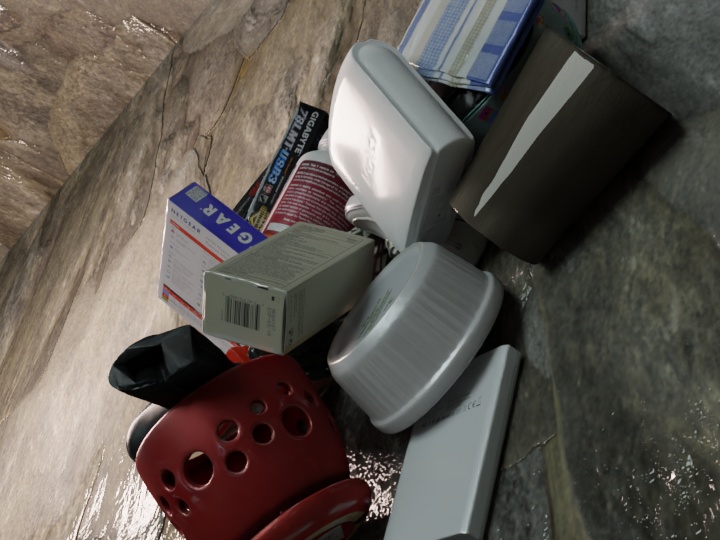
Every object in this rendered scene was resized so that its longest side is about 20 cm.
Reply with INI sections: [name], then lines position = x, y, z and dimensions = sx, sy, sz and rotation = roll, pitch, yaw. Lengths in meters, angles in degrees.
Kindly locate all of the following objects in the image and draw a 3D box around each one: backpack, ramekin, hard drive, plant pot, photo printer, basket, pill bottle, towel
[backpack]
position = 0.160, -0.214, 1.453
dimensions = 0.200, 0.152, 0.177
rotation = -52, 27, 32
[ramekin]
position = 0.049, 0.061, 1.340
dimensions = 0.203, 0.094, 0.203
rotation = -49, 11, 13
[hard drive]
position = 0.087, 0.178, 1.254
dimensions = 0.132, 0.026, 0.201
rotation = -30, 35, 48
[plant pot]
position = -0.099, 0.212, 1.315
dimensions = 0.201, 0.200, 0.183
rotation = -47, 66, 21
[photo printer]
position = 0.034, -0.138, 1.408
dimensions = 0.200, 0.069, 0.167
rotation = 54, 147, 33
[basket]
position = 0.189, -0.120, 1.309
dimensions = 0.201, 0.135, 0.181
rotation = -55, 32, 14
[pill bottle]
position = -0.049, -0.075, 1.638
dimensions = 0.113, 0.113, 0.201
rotation = -10, 49, 60
[towel]
position = 0.117, -0.262, 1.393
dimensions = 0.200, 0.024, 0.148
rotation = 25, 87, 57

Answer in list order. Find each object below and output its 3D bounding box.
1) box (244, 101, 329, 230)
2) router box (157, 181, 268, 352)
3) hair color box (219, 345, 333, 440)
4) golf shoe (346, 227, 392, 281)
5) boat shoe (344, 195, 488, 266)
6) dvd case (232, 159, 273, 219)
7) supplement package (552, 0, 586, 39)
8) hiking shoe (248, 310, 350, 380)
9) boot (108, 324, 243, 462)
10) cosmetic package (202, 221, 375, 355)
[box]
position = -0.084, -0.099, 1.774
dimensions = 0.200, 0.049, 0.200
rotation = -66, -17, -11
[router box]
position = -0.158, 0.018, 1.603
dimensions = 0.049, 0.199, 0.180
rotation = -38, -24, -38
[hair color box]
position = -0.116, 0.143, 1.514
dimensions = 0.111, 0.064, 0.200
rotation = -50, -17, 15
[golf shoe]
position = 0.000, 0.000, 1.584
dimensions = 0.077, 0.088, 0.201
rotation = -11, 51, 57
[boat shoe]
position = 0.058, -0.040, 1.487
dimensions = 0.199, 0.071, 0.070
rotation = 11, 74, 34
[dvd case]
position = -0.146, -0.048, 1.755
dimensions = 0.147, 0.022, 0.201
rotation = 95, -160, -44
[supplement package]
position = 0.167, -0.289, 1.594
dimensions = 0.200, 0.109, 0.114
rotation = -38, 29, 37
[hiking shoe]
position = -0.038, 0.084, 1.463
dimensions = 0.087, 0.198, 0.075
rotation = -23, 77, 62
[boot]
position = -0.200, 0.130, 1.314
dimensions = 0.164, 0.066, 0.200
rotation = -36, -17, 3
[cosmetic package]
position = -0.074, 0.015, 1.391
dimensions = 0.200, 0.103, 0.074
rotation = -30, -51, -58
